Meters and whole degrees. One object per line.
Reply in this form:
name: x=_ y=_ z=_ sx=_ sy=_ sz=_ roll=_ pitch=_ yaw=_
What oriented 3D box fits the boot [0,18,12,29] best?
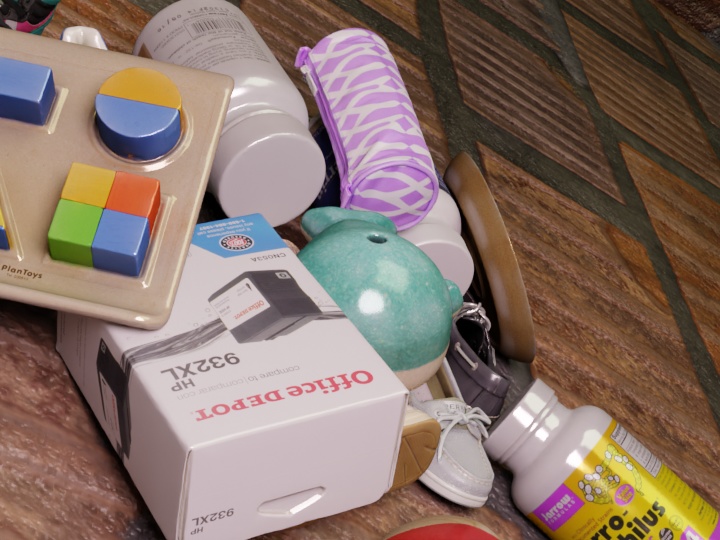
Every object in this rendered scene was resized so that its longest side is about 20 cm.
boot: x=-0.271 y=-0.094 z=0.961 sx=0.168 sy=0.077 sz=0.200 roll=43 pitch=32 yaw=16

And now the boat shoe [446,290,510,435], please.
boat shoe: x=0.098 y=0.062 z=1.226 sx=0.072 sy=0.063 sz=0.200 roll=28 pitch=26 yaw=-17

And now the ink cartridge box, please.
ink cartridge box: x=-0.083 y=0.060 z=0.863 sx=0.144 sy=0.084 sz=0.200 roll=-11 pitch=39 yaw=-29

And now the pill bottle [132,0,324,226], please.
pill bottle: x=-0.107 y=-0.128 z=1.163 sx=0.114 sy=0.115 sz=0.200 roll=17 pitch=28 yaw=-39

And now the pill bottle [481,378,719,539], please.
pill bottle: x=0.190 y=0.179 z=1.113 sx=0.200 sy=0.104 sz=0.104 roll=42 pitch=25 yaw=5

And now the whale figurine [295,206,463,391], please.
whale figurine: x=0.000 y=0.000 z=1.014 sx=0.158 sy=0.104 sz=0.200 roll=7 pitch=33 yaw=-7

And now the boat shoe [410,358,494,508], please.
boat shoe: x=0.052 y=0.095 z=1.106 sx=0.074 sy=0.065 sz=0.203 roll=17 pitch=33 yaw=-38

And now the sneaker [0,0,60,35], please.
sneaker: x=-0.289 y=-0.212 z=1.081 sx=0.084 sy=0.121 sz=0.200 roll=41 pitch=25 yaw=4

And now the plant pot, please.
plant pot: x=0.110 y=-0.008 z=1.278 sx=0.200 sy=0.027 sz=0.201 roll=162 pitch=-90 yaw=-87

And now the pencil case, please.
pencil case: x=0.004 y=-0.121 z=1.178 sx=0.085 sy=0.084 sz=0.201 roll=8 pitch=39 yaw=-25

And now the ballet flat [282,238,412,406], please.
ballet flat: x=-0.019 y=0.044 z=1.095 sx=0.200 sy=0.068 sz=0.067 roll=49 pitch=24 yaw=17

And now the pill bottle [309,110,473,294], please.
pill bottle: x=0.022 y=-0.055 z=1.253 sx=0.115 sy=0.116 sz=0.201 roll=19 pitch=32 yaw=-37

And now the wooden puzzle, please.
wooden puzzle: x=-0.185 y=-0.070 z=0.854 sx=0.184 sy=0.046 sz=0.201 roll=12 pitch=57 yaw=1

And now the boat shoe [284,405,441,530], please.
boat shoe: x=-0.035 y=0.121 z=0.953 sx=0.199 sy=0.074 sz=0.069 roll=-2 pitch=27 yaw=-45

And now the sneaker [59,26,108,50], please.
sneaker: x=-0.178 y=-0.090 z=0.937 sx=0.075 sy=0.077 sz=0.200 roll=-9 pitch=39 yaw=-20

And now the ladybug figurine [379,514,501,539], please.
ladybug figurine: x=0.066 y=0.229 z=0.899 sx=0.135 sy=0.072 sz=0.200 roll=29 pitch=27 yaw=-22
